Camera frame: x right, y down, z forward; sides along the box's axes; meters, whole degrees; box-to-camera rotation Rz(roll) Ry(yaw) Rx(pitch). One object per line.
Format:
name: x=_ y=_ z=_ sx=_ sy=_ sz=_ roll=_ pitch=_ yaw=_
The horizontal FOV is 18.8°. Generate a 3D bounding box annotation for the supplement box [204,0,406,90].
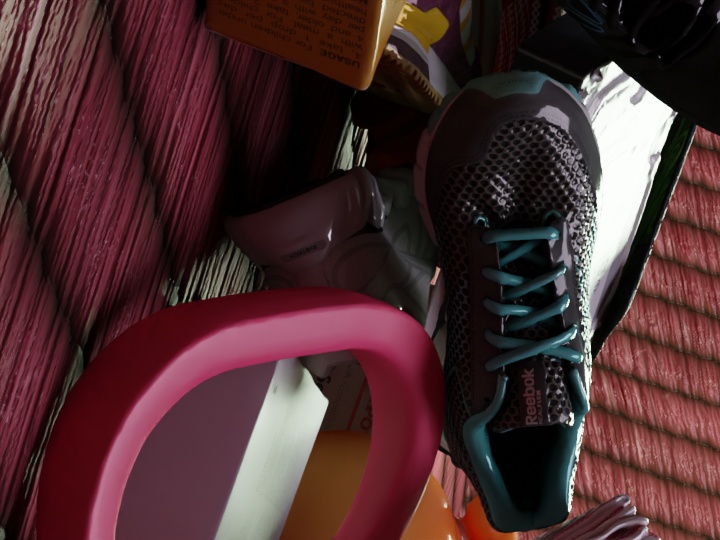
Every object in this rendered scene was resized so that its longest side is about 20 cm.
supplement box: x=-0.007 y=-0.147 z=0.656 sx=0.200 sy=0.069 sz=0.067 roll=95 pitch=17 yaw=-54

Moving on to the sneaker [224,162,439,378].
sneaker: x=0.000 y=0.000 z=0.928 sx=0.081 sy=0.075 sz=0.200 roll=68 pitch=16 yaw=1

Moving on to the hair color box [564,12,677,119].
hair color box: x=0.140 y=-0.158 z=1.120 sx=0.064 sy=0.111 sz=0.200 roll=61 pitch=-5 yaw=40

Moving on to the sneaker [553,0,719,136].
sneaker: x=0.095 y=-0.113 z=0.820 sx=0.073 sy=0.200 sz=0.082 roll=-46 pitch=-177 yaw=31

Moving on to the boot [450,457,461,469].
boot: x=0.096 y=0.018 z=1.153 sx=0.200 sy=0.077 sz=0.138 roll=119 pitch=-22 yaw=-67

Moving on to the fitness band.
fitness band: x=-0.039 y=0.078 z=0.778 sx=0.200 sy=0.037 sz=0.144 roll=-8 pitch=107 yaw=-52

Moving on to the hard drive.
hard drive: x=0.089 y=-0.026 z=0.958 sx=0.140 sy=0.038 sz=0.200 roll=-36 pitch=147 yaw=-52

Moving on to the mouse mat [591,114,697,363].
mouse mat: x=0.137 y=-0.010 z=1.134 sx=0.200 sy=0.008 sz=0.161 roll=113 pitch=0 yaw=-67

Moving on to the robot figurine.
robot figurine: x=-0.006 y=0.150 z=1.055 sx=0.200 sy=0.144 sz=0.117 roll=71 pitch=39 yaw=-61

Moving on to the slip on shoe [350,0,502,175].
slip on shoe: x=0.027 y=-0.080 z=1.045 sx=0.074 sy=0.061 sz=0.200 roll=-81 pitch=-173 yaw=-60

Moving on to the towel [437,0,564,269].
towel: x=0.065 y=-0.069 z=1.066 sx=0.200 sy=0.022 sz=0.145 roll=172 pitch=-68 yaw=-87

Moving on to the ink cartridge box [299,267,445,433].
ink cartridge box: x=-0.002 y=0.069 z=1.182 sx=0.200 sy=0.067 sz=0.117 roll=88 pitch=20 yaw=-70

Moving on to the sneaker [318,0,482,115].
sneaker: x=0.022 y=-0.117 z=0.896 sx=0.200 sy=0.075 sz=0.090 roll=20 pitch=89 yaw=-84

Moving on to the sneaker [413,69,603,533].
sneaker: x=0.064 y=0.018 z=0.833 sx=0.091 sy=0.078 sz=0.200 roll=-107 pitch=-170 yaw=-51

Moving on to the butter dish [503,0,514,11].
butter dish: x=0.133 y=-0.206 z=1.231 sx=0.200 sy=0.199 sz=0.148 roll=101 pitch=-30 yaw=-42

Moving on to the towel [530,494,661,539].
towel: x=0.023 y=0.154 z=0.872 sx=0.146 sy=0.030 sz=0.200 roll=-28 pitch=173 yaw=-27

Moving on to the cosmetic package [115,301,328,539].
cosmetic package: x=-0.075 y=0.125 z=0.870 sx=0.151 sy=0.052 sz=0.200 roll=76 pitch=33 yaw=-78
